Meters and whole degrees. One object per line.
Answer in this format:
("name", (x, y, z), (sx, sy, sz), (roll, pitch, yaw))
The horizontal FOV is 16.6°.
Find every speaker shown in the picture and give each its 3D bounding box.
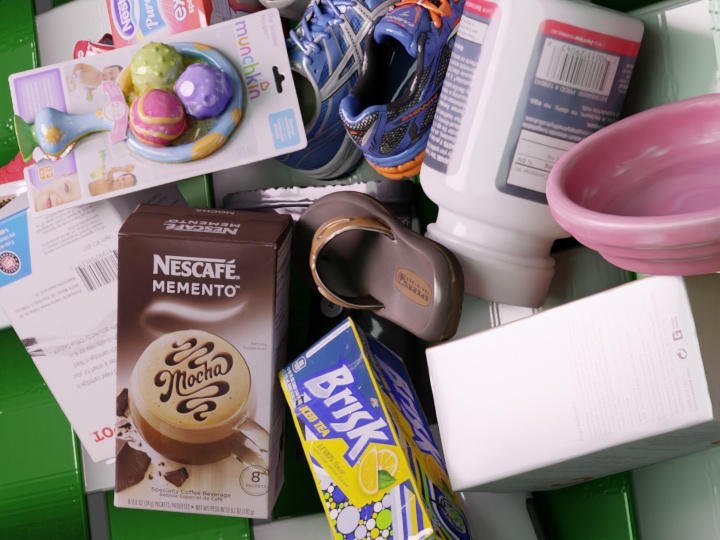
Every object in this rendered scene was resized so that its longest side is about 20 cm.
("speaker", (0.098, 0.223, 1.640), (0.081, 0.081, 0.201), (-31, 68, 32))

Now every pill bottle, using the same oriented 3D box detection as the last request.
("pill bottle", (0.105, -0.085, 1.631), (0.119, 0.119, 0.201), (22, 101, 36))

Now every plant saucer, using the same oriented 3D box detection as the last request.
("plant saucer", (0.215, -0.051, 1.513), (0.200, 0.200, 0.051), (3, 119, 38))

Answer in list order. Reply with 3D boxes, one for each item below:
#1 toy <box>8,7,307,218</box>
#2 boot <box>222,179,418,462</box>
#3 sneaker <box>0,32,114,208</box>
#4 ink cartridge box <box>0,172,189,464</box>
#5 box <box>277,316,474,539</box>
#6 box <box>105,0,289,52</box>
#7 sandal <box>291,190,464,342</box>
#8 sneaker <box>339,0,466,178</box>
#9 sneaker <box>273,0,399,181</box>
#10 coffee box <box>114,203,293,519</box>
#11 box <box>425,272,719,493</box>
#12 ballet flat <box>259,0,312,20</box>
("toy", (-0.146, -0.118, 1.714), (0.199, 0.047, 0.116), (-15, 66, 6))
("boot", (-0.030, 0.040, 1.768), (0.164, 0.065, 0.202), (-3, 90, 39))
("sneaker", (-0.222, -0.115, 1.917), (0.199, 0.071, 0.113), (-15, 82, 28))
("ink cartridge box", (-0.175, 0.024, 1.812), (0.145, 0.084, 0.201), (-21, 105, 35))
("box", (0.012, 0.129, 1.620), (0.070, 0.064, 0.201), (-37, 44, 15))
("box", (-0.123, -0.197, 1.827), (0.095, 0.099, 0.201), (-20, 75, 35))
("sandal", (0.000, 0.000, 1.641), (0.200, 0.054, 0.082), (33, 122, 55))
("sneaker", (0.049, -0.163, 1.683), (0.075, 0.078, 0.201), (20, 85, 36))
("sneaker", (-0.013, -0.162, 1.754), (0.075, 0.077, 0.201), (22, 99, 38))
("coffee box", (-0.109, 0.062, 1.708), (0.112, 0.080, 0.202), (4, 107, 6))
("box", (0.161, 0.073, 1.573), (0.199, 0.124, 0.098), (-20, 75, 35))
("ballet flat", (-0.034, -0.282, 1.786), (0.067, 0.064, 0.201), (16, 96, 37))
